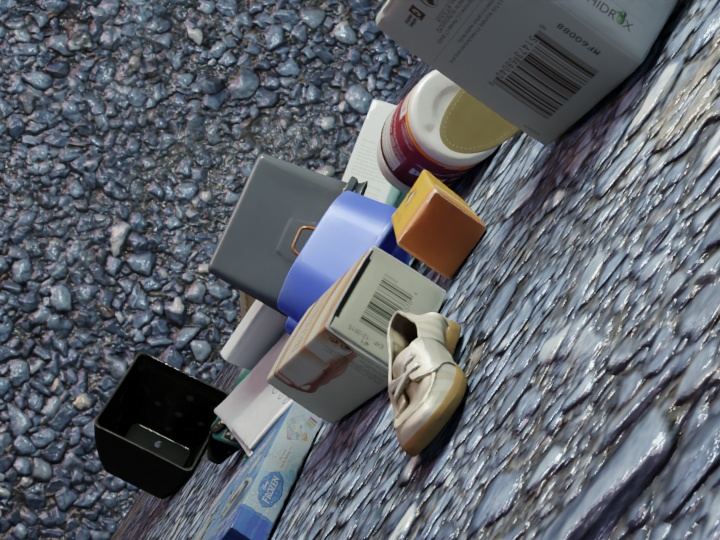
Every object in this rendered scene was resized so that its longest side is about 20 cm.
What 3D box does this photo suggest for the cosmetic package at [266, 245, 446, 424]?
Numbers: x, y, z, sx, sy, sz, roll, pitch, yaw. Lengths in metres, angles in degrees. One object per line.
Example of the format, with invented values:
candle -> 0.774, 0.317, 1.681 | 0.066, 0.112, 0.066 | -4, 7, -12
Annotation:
cosmetic package -> -0.008, 0.066, 1.345 | 0.104, 0.087, 0.200 | -61, 7, -27

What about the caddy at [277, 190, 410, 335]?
caddy -> -0.005, 0.011, 1.553 | 0.200, 0.105, 0.141 | -59, -16, -19

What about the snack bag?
snack bag -> -0.097, 0.128, 1.708 | 0.189, 0.021, 0.200 | -48, 20, -4

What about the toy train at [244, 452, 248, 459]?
toy train -> -0.089, 0.159, 1.746 | 0.200, 0.042, 0.056 | -61, -3, -35

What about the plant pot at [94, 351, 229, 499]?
plant pot -> -0.387, 0.311, 2.652 | 0.200, 0.199, 0.178 | -63, -2, -44

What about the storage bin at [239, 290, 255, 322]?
storage bin -> -0.087, 0.005, 1.990 | 0.199, 0.093, 0.200 | 93, -161, -48

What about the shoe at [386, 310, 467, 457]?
shoe -> 0.041, 0.079, 1.050 | 0.070, 0.053, 0.200 | -55, 6, 16

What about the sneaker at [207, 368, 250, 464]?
sneaker -> -0.163, 0.205, 1.970 | 0.200, 0.071, 0.080 | -58, 8, 45

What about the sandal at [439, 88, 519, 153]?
sandal -> 0.175, -0.204, 1.484 | 0.212, 0.078, 0.070 | -49, -12, 16

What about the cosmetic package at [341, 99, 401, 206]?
cosmetic package -> 0.018, -0.119, 1.900 | 0.102, 0.074, 0.201 | 74, -146, -74

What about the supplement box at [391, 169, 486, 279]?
supplement box -> 0.075, -0.049, 1.401 | 0.067, 0.069, 0.200 | -55, 8, 8

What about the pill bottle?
pill bottle -> 0.087, -0.156, 1.626 | 0.114, 0.114, 0.200 | -58, 6, -15

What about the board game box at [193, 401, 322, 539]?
board game box -> -0.131, 0.266, 1.483 | 0.200, 0.043, 0.199 | -52, 6, 36

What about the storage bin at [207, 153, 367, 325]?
storage bin -> -0.092, -0.041, 1.680 | 0.146, 0.134, 0.200 | 102, -168, -88

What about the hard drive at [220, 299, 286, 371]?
hard drive -> -0.077, 0.051, 1.818 | 0.200, 0.132, 0.027 | -55, 41, 12

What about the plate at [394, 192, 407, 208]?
plate -> 0.101, -0.136, 1.838 | 0.200, 0.026, 0.200 | -55, 6, 8

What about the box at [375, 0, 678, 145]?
box -> 0.155, -0.254, 1.188 | 0.172, 0.200, 0.199 | -57, 5, -21
